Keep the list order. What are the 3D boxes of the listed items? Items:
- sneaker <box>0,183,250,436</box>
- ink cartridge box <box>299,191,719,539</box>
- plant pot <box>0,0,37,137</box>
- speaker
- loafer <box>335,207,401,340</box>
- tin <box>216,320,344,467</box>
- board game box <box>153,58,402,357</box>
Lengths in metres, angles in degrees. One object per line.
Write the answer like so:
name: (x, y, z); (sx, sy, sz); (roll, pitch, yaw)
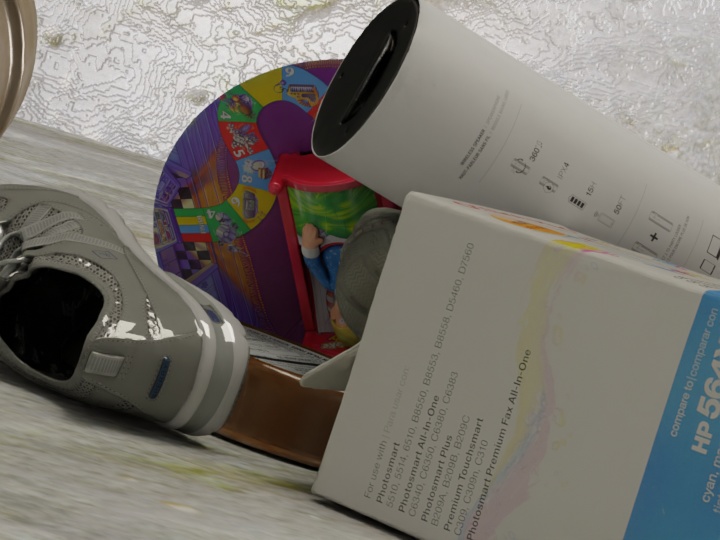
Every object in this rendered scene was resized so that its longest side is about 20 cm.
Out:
sneaker: (-0.131, 0.004, 1.129); (0.082, 0.075, 0.200); (16, 4, -44)
ink cartridge box: (0.089, 0.054, 1.051); (0.200, 0.126, 0.128); (21, 5, 33)
plant pot: (-0.276, -0.104, 1.395); (0.200, 0.200, 0.174); (17, 20, -4)
speaker: (0.080, -0.036, 1.172); (0.200, 0.081, 0.081); (30, 0, -19)
loafer: (0.073, 0.042, 1.204); (0.200, 0.070, 0.070); (41, 27, -20)
tin: (-0.060, 0.044, 1.198); (0.200, 0.042, 0.112); (20, 9, 33)
board game box: (0.000, 0.000, 1.240); (0.200, 0.158, 0.039); (35, 33, -11)
